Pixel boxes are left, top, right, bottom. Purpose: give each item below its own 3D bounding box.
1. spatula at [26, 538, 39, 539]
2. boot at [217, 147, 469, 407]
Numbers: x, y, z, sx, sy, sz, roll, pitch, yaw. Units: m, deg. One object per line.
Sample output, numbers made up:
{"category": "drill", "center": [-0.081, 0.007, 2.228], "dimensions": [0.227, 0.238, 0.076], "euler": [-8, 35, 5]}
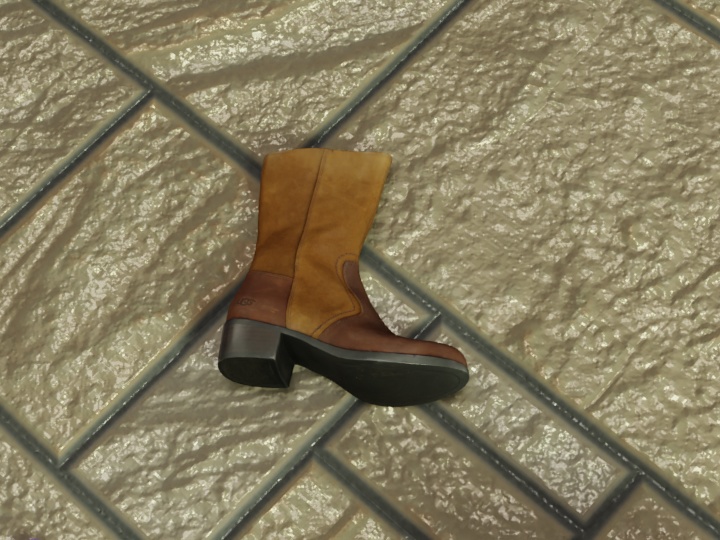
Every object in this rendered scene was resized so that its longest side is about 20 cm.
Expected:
{"category": "spatula", "center": [-0.167, 0.245, 1.057], "dimensions": [0.200, 0.021, 0.057], "euler": [23, 80, 15]}
{"category": "boot", "center": [0.000, 0.000, 1.155], "dimensions": [0.188, 0.069, 0.200], "euler": [2, 56, 16]}
